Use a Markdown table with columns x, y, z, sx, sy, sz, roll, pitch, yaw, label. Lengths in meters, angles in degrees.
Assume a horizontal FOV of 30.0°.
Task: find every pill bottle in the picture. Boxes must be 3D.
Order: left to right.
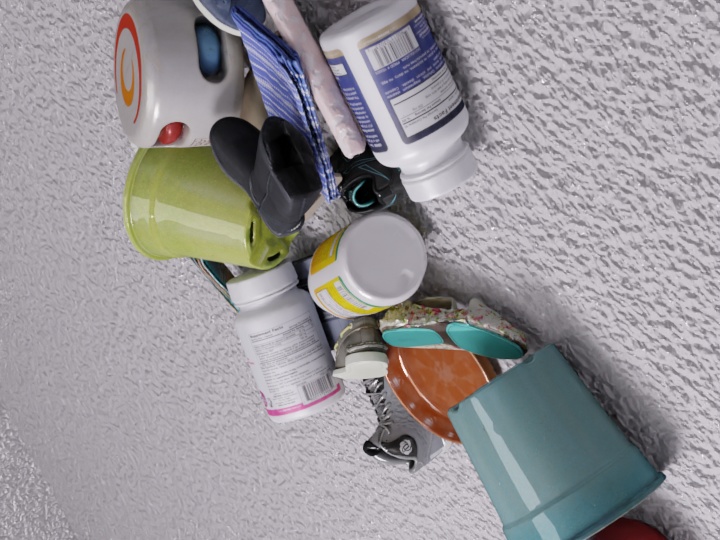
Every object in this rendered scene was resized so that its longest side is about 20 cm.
| x | y | z | sx | sy | sz | roll | pitch | yaw | label |
| --- | --- | --- | --- | --- | --- | --- | --- | --- | --- |
| -0.104 | 0.094 | 1.831 | 0.113 | 0.113 | 0.202 | -7 | 105 | 58 | pill bottle |
| 0.000 | 0.000 | 1.664 | 0.113 | 0.112 | 0.200 | 54 | 160 | -2 | pill bottle |
| 0.047 | -0.179 | 1.411 | 0.111 | 0.111 | 0.201 | 0 | 122 | 55 | pill bottle |

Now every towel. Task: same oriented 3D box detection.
| x | y | z | sx | sy | sz | roll | pitch | yaw | label |
| --- | --- | --- | --- | --- | --- | --- | --- | --- | --- |
| -0.191 | 0.023 | 1.980 | 0.200 | 0.022 | 0.147 | 52 | -176 | -25 | towel |
| -0.084 | -0.181 | 1.470 | 0.145 | 0.024 | 0.201 | 46 | 160 | 45 | towel |
| -0.047 | -0.223 | 1.480 | 0.201 | 0.032 | 0.191 | 61 | -174 | -7 | towel |

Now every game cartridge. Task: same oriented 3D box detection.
| x | y | z | sx | sy | sz | roll | pitch | yaw | label |
| --- | --- | --- | --- | --- | --- | --- | --- | --- | --- |
| -0.056 | 0.045 | 1.865 | 0.199 | 0.041 | 0.134 | -15 | 103 | 60 | game cartridge |

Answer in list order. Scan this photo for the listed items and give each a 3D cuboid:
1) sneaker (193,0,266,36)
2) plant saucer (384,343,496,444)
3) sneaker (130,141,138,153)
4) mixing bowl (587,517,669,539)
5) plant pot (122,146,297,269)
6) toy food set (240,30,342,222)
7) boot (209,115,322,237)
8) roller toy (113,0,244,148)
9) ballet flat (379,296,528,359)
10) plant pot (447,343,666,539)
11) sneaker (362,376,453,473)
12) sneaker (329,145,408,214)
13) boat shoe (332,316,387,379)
| x | y | z | sx | sy | sz | roll | pitch | yaw | label |
| --- | --- | --- | --- | --- | --- | --- | --- | --- | --- |
| -0.172 | -0.367 | 1.562 | 0.201 | 0.075 | 0.084 | 54 | 156 | -2 | sneaker |
| 0.104 | 0.132 | 1.735 | 0.199 | 0.032 | 0.202 | 32 | 140 | 31 | plant saucer |
| -0.259 | -0.145 | 1.934 | 0.201 | 0.078 | 0.090 | 55 | 148 | -4 | sneaker |
| 0.321 | 0.374 | 1.618 | 0.200 | 0.108 | 0.201 | 36 | 147 | 29 | mixing bowl |
| -0.183 | -0.088 | 1.795 | 0.183 | 0.201 | 0.202 | 17 | 137 | 30 | plant pot |
| -0.086 | -0.172 | 1.633 | 0.143 | 0.060 | 0.202 | -42 | 66 | 59 | toy food set |
| -0.109 | -0.127 | 1.501 | 0.165 | 0.065 | 0.200 | 52 | 170 | 4 | boot |
| -0.221 | -0.242 | 1.666 | 0.183 | 0.138 | 0.202 | -124 | 38 | -50 | roller toy |
| 0.113 | 0.061 | 1.613 | 0.198 | 0.064 | 0.076 | 5 | 146 | 29 | ballet flat |
| 0.209 | 0.204 | 1.529 | 0.197 | 0.199 | 0.200 | 57 | 152 | 7 | plant pot |
| 0.031 | 0.190 | 1.834 | 0.200 | 0.115 | 0.075 | 49 | 151 | 6 | sneaker |
| -0.001 | -0.109 | 1.593 | 0.199 | 0.079 | 0.076 | -3 | 121 | 59 | sneaker |
| 0.001 | 0.104 | 1.739 | 0.202 | 0.071 | 0.061 | 116 | 151 | -77 | boat shoe |
